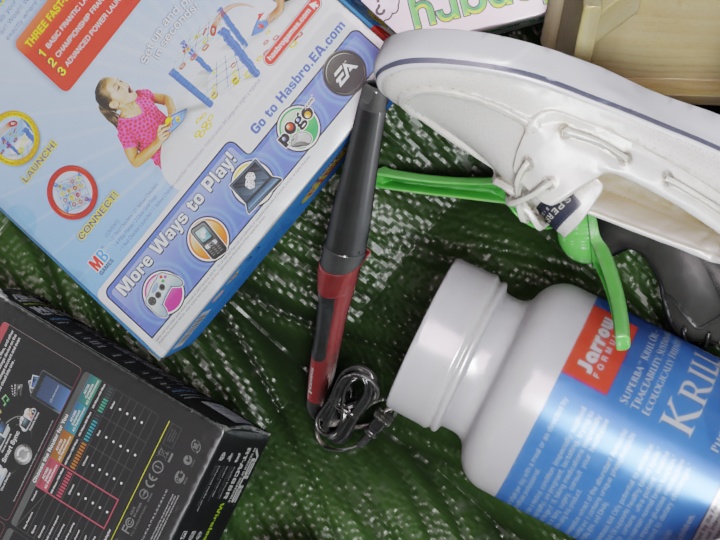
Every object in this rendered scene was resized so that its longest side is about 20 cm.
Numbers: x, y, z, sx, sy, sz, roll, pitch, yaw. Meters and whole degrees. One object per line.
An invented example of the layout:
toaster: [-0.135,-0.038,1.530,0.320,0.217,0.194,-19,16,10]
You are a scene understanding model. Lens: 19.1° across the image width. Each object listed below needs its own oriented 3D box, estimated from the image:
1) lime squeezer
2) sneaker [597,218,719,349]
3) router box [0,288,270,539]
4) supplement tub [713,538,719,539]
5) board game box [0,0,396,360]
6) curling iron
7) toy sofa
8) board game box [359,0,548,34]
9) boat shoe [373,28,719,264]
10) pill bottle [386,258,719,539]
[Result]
lime squeezer: [0.090,-0.024,1.055,0.070,0.200,0.038,-10,121,-34]
sneaker: [0.201,0.014,1.073,0.200,0.076,0.091,40,98,14]
router box: [-0.156,0.132,1.070,0.149,0.062,0.201,28,94,21]
supplement tub: [0.167,0.231,0.981,0.143,0.201,0.146,6,44,-6]
board game box: [-0.104,-0.096,1.085,0.196,0.056,0.200,43,103,5]
curling iron: [0.000,0.000,1.067,0.049,0.026,0.202,11,115,14]
toy sofa: [0.192,-0.131,1.054,0.198,0.083,0.098,1,51,-4]
board game box: [0.083,-0.191,1.102,0.198,0.035,0.127,-15,88,4]
boat shoe: [0.097,-0.052,1.003,0.198,0.071,0.070,19,71,-8]
pill bottle: [0.117,0.075,1.050,0.199,0.112,0.113,26,90,4]
